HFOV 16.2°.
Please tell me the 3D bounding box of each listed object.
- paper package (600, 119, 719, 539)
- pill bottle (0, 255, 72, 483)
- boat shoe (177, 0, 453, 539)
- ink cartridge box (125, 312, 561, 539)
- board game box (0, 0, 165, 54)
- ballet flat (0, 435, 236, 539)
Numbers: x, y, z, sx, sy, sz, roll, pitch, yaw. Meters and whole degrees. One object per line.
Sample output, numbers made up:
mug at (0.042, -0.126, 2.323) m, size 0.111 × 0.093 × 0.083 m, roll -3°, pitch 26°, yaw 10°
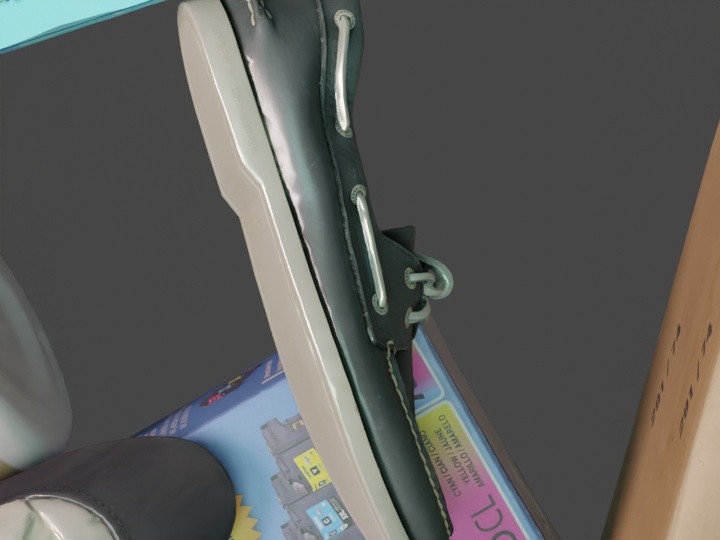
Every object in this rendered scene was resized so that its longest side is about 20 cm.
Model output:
paper package at (0.152, 0.042, 0.818) m, size 0.103 × 0.191 × 0.200 m, roll 15°, pitch 100°, yaw 1°
pill bottle at (-0.212, 0.063, 0.885) m, size 0.200 × 0.111 × 0.111 m, roll -29°, pitch 97°, yaw 8°
boat shoe at (0.000, 0.000, 0.813) m, size 0.062 × 0.073 × 0.200 m, roll -19°, pitch 91°, yaw -12°
ink cartridge box at (-0.035, 0.113, 0.893) m, size 0.200 × 0.076 × 0.137 m, roll -30°, pitch 94°, yaw 6°
board game box at (-0.159, -0.133, 0.810) m, size 0.200 × 0.047 × 0.151 m, roll -17°, pitch 98°, yaw 5°
ballet flat at (-0.134, 0.115, 0.827) m, size 0.200 × 0.073 × 0.073 m, roll -23°, pitch 98°, yaw 6°
